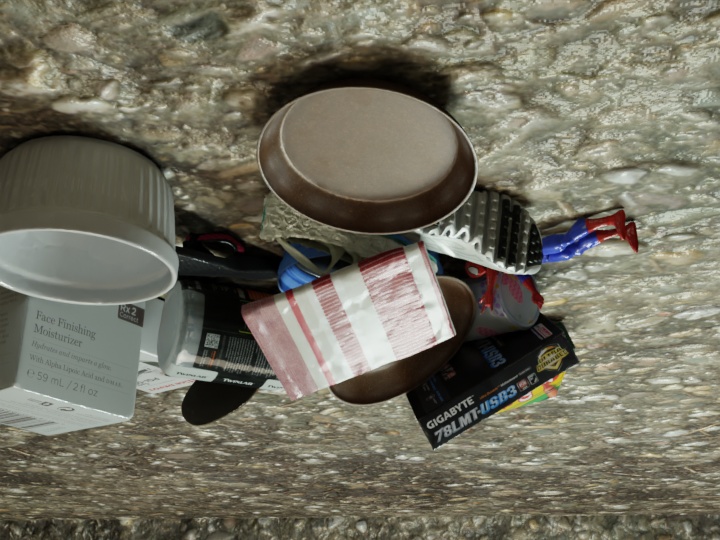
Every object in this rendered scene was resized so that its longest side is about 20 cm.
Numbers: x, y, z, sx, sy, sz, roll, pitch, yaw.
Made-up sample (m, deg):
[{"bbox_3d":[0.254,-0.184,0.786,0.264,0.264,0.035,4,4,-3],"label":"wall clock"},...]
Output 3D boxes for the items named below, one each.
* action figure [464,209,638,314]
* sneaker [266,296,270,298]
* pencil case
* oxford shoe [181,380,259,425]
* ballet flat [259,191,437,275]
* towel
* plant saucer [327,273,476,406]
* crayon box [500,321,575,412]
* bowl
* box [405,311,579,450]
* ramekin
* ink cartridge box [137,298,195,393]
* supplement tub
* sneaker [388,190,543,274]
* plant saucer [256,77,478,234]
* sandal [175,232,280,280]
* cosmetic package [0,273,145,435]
[{"bbox_3d":[0.203,0.002,1.141,0.197,0.101,0.065,-10,155,33],"label":"action figure"},{"bbox_3d":[-0.035,0.051,1.212,0.198,0.090,0.079,-1,124,-43],"label":"sneaker"},{"bbox_3d":[0.126,0.052,1.282,0.090,0.085,0.198,-5,169,-45],"label":"pencil case"},{"bbox_3d":[-0.160,0.146,1.428,0.199,0.072,0.071,-39,168,-15],"label":"oxford shoe"},{"bbox_3d":[-0.017,-0.019,1.072,0.197,0.073,0.072,24,153,-13],"label":"ballet flat"},{"bbox_3d":[-0.009,0.052,1.076,0.197,0.023,0.145,-21,132,3],"label":"towel"},{"bbox_3d":[0.040,0.073,1.185,0.198,0.037,0.202,-22,140,-19],"label":"plant saucer"},{"bbox_3d":[0.190,0.148,1.442,0.196,0.051,0.128,-13,144,-14],"label":"crayon box"},{"bbox_3d":[0.000,0.000,1.216,0.196,0.040,0.201,1,158,0],"label":"bowl"},{"bbox_3d":[0.149,0.120,1.263,0.197,0.050,0.200,-32,-169,2],"label":"box"},{"bbox_3d":[-0.276,-0.048,1.019,0.196,0.107,0.201,0,158,0],"label":"ramekin"},{"bbox_3d":[-0.306,0.099,1.418,0.145,0.084,0.199,-16,152,35],"label":"ink cartridge box"},{"bbox_3d":[-0.152,0.086,1.325,0.197,0.125,0.122,11,156,-23],"label":"supplement tub"},{"bbox_3d":[0.102,-0.045,1.067,0.197,0.076,0.081,21,160,-24],"label":"sneaker"},{"bbox_3d":[0.006,-0.104,0.920,0.196,0.035,0.202,4,146,2],"label":"plant saucer"},{"bbox_3d":[-0.164,-0.019,1.188,0.074,0.046,0.199,-6,172,32],"label":"sandal"},{"bbox_3d":[-0.359,0.065,1.174,0.163,0.204,0.164,-14,154,35],"label":"cosmetic package"}]
